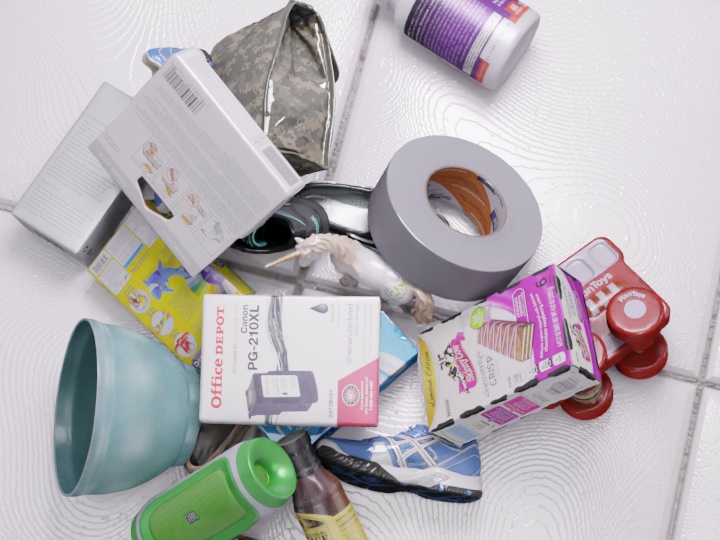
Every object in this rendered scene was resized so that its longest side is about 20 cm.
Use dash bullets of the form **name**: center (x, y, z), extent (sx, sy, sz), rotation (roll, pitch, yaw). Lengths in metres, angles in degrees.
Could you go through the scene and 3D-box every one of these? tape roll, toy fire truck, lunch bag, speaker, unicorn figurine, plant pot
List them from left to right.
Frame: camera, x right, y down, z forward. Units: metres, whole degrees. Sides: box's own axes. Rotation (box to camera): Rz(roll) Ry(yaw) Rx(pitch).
- **plant pot**: center (-0.261, 0.160, 1.462), extent (0.134, 0.200, 0.200), rotation (7, 75, -24)
- **speaker**: center (-0.166, 0.262, 1.431), extent (0.200, 0.088, 0.088), rotation (-35, 76, 29)
- **lunch bag**: center (-0.110, -0.211, 1.536), extent (0.118, 0.164, 0.200), rotation (13, 75, -36)
- **unicorn figurine**: center (0.000, 0.000, 1.507), extent (0.200, 0.137, 0.074), rotation (14, 78, 5)
- **tape roll**: center (0.111, -0.063, 1.508), extent (0.200, 0.066, 0.200), rotation (14, 50, -17)
- **toy fire truck**: center (0.260, 0.067, 1.514), extent (0.200, 0.112, 0.168), rotation (-35, 55, -7)

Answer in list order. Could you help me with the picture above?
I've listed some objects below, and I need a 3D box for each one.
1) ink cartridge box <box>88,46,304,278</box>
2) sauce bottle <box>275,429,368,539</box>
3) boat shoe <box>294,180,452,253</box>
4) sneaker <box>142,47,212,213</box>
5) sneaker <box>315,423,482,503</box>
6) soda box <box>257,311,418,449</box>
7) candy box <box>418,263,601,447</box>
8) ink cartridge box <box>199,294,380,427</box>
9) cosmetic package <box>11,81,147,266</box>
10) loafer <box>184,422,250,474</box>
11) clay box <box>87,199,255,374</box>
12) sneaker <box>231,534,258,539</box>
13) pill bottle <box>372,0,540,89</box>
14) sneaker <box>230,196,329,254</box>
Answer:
- **ink cartridge box**: center (-0.187, -0.119, 1.444), extent (0.176, 0.045, 0.200), rotation (-38, 91, 33)
- **sauce bottle**: center (-0.039, 0.277, 1.452), extent (0.066, 0.066, 0.200), rotation (-26, 96, -5)
- **boat shoe**: center (0.014, -0.063, 1.561), extent (0.200, 0.060, 0.076), rotation (7, 77, 3)
- **sneaker**: center (-0.229, -0.167, 1.511), extent (0.077, 0.076, 0.200), rotation (9, 80, -28)
- **sneaker**: center (0.046, 0.217, 1.492), extent (0.200, 0.076, 0.077), rotation (12, 68, -10)
- **soda box**: center (-0.027, 0.141, 1.513), extent (0.200, 0.064, 0.068), rotation (-40, 79, -7)
- **candy box**: center (0.163, 0.098, 1.447), extent (0.200, 0.061, 0.136), rotation (-31, 47, 31)
- **ink cartridge box**: center (-0.078, 0.102, 1.440), extent (0.200, 0.084, 0.145), rotation (1, 84, 1)
- **cosmetic package**: center (-0.324, -0.118, 1.575), extent (0.101, 0.071, 0.200), rotation (32, 80, 8)
- **loafer**: center (-0.150, 0.154, 1.512), extent (0.072, 0.063, 0.200), rotation (24, 78, 6)
- **clay box**: center (-0.217, 0.022, 1.535), extent (0.200, 0.048, 0.115), rotation (42, 104, 9)
- **sneaker**: center (-0.090, 0.377, 1.454), extent (0.200, 0.078, 0.077), rotation (41, 90, 11)
- **pill bottle**: center (0.113, -0.322, 1.594), extent (0.200, 0.111, 0.111), rotation (34, 80, 8)
- **sneaker**: center (-0.140, -0.059, 1.529), extent (0.200, 0.079, 0.075), rotation (2, 109, 22)
